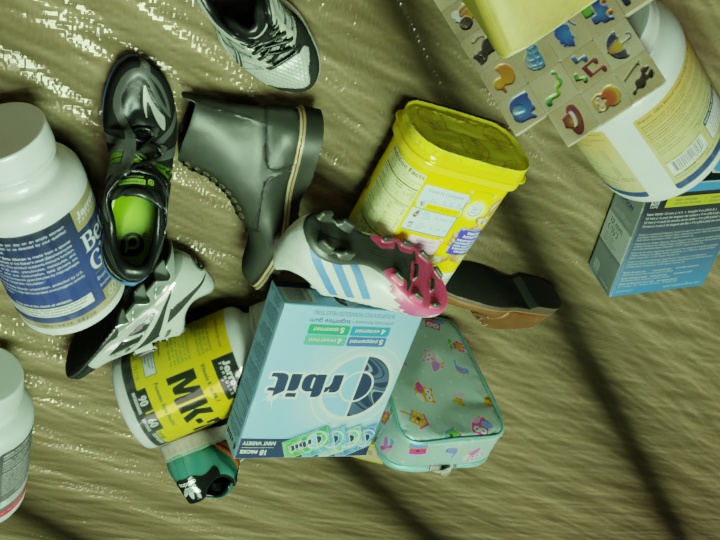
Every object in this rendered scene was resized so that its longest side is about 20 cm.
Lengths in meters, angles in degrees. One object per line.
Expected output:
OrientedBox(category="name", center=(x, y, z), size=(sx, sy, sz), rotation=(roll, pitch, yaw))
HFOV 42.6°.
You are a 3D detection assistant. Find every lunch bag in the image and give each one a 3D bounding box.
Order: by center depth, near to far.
OrientedBox(category="lunch bag", center=(0.080, 0.148, 1.110), size=(0.157, 0.202, 0.078), rotation=(4, 134, -26))

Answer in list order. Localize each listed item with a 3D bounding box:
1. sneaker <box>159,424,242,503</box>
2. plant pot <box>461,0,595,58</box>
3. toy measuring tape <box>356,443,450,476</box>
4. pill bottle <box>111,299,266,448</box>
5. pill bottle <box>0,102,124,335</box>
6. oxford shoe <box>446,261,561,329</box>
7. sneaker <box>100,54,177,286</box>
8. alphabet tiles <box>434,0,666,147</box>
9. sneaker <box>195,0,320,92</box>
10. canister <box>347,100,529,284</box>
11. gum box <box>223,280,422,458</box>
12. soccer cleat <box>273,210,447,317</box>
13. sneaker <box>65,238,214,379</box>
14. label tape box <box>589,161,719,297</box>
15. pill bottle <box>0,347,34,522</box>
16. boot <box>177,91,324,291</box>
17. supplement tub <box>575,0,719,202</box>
OrientedBox(category="sneaker", center=(-0.179, 0.235, 1.125), size=(0.070, 0.081, 0.200), rotation=(-22, 172, 14))
OrientedBox(category="plant pot", center=(0.119, -0.326, 0.686), size=(0.192, 0.197, 0.201), rotation=(-31, 125, 11))
OrientedBox(category="toy measuring tape", center=(0.029, 0.217, 1.226), size=(0.196, 0.074, 0.075), rotation=(12, 135, 9))
OrientedBox(category="pill bottle", center=(-0.168, 0.111, 1.041), size=(0.197, 0.115, 0.115), rotation=(-23, 137, 1))
OrientedBox(category="pill bottle", center=(-0.292, -0.046, 0.841), size=(0.109, 0.112, 0.202), rotation=(-15, 136, -6))
OrientedBox(category="oxford shoe", center=(0.157, 0.042, 1.135), size=(0.197, 0.072, 0.072), rotation=(14, 132, -33))
OrientedBox(category="sneaker", center=(-0.194, -0.087, 0.820), size=(0.069, 0.082, 0.205), rotation=(3, 94, -24))
OrientedBox(category="alphabet tiles", center=(0.173, -0.221, 0.814), size=(0.165, 0.202, 0.008), rotation=(-32, 171, 12))
OrientedBox(category="sneaker", center=(-0.094, -0.208, 0.781), size=(0.075, 0.089, 0.200), rotation=(-33, 137, 10))
OrientedBox(category="canister", center=(0.067, -0.065, 0.983), size=(0.146, 0.087, 0.202), rotation=(10, 129, -28))
OrientedBox(category="gum box", center=(-0.041, 0.112, 0.995), size=(0.167, 0.045, 0.203), rotation=(5, 121, -30))
OrientedBox(category="soccer cleat", center=(0.000, 0.000, 0.930), size=(0.198, 0.071, 0.086), rotation=(26, 142, -33))
OrientedBox(category="sneaker", center=(-0.236, 0.060, 0.994), size=(0.199, 0.075, 0.088), rotation=(-40, 132, 19))
OrientedBox(category="label tape box", center=(0.376, -0.067, 1.118), size=(0.140, 0.067, 0.203), rotation=(-6, 131, -16))
OrientedBox(category="pill bottle", center=(-0.417, 0.182, 1.013), size=(0.108, 0.112, 0.202), rotation=(3, 132, -23))
OrientedBox(category="boot", center=(-0.127, -0.080, 0.912), size=(0.135, 0.078, 0.203), rotation=(8, 118, -20))
OrientedBox(category="supplement tub", center=(0.265, -0.175, 0.910), size=(0.144, 0.146, 0.199), rotation=(-37, 135, 16))
